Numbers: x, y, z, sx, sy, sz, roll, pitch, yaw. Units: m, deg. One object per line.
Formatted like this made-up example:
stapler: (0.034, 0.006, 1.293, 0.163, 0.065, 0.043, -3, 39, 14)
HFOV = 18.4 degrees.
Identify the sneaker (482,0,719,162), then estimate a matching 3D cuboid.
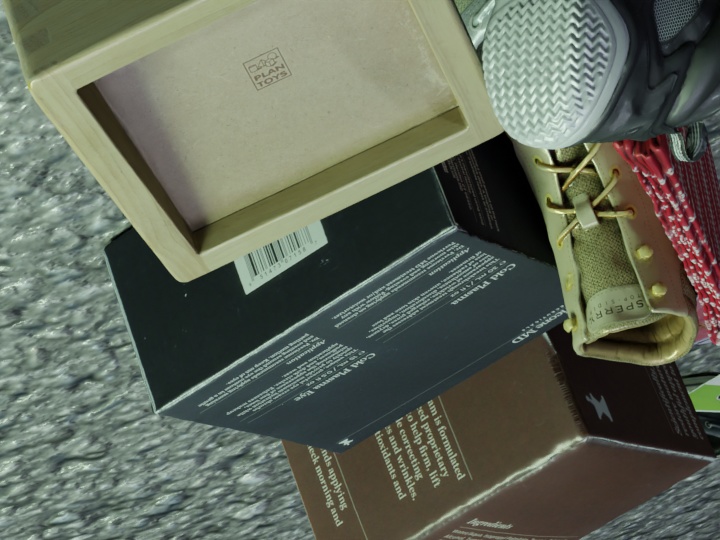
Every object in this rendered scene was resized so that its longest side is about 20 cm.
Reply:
sneaker: (0.116, -0.142, 0.891, 0.113, 0.202, 0.075, 9, 180, -35)

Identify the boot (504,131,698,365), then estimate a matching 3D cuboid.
boot: (0.110, -0.044, 1.116, 0.072, 0.157, 0.200, -17, 154, 20)

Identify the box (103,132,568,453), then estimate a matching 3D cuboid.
box: (0.000, 0.000, 1.191, 0.199, 0.105, 0.182, -32, 154, 22)

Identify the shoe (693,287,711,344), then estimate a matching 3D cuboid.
shoe: (0.254, -0.010, 1.431, 0.091, 0.072, 0.200, -1, 153, -48)

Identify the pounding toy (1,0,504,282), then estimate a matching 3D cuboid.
pounding toy: (-0.056, -0.101, 0.923, 0.183, 0.143, 0.200, -25, 146, 6)

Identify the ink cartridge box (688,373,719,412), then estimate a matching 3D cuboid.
ink cartridge box: (0.308, 0.022, 1.544, 0.147, 0.076, 0.200, 5, 147, -47)

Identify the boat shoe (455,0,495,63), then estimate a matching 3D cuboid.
boat shoe: (0.113, -0.145, 0.982, 0.201, 0.065, 0.074, -21, 160, 32)

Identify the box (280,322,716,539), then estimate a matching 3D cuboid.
box: (0.073, 0.084, 1.356, 0.199, 0.167, 0.164, -33, 153, 27)

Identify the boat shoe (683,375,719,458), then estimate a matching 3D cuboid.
boat shoe: (0.207, 0.127, 1.699, 0.198, 0.063, 0.075, -6, 154, -29)

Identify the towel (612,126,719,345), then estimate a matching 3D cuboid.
towel: (0.150, -0.065, 1.090, 0.022, 0.146, 0.200, -15, 146, 15)
